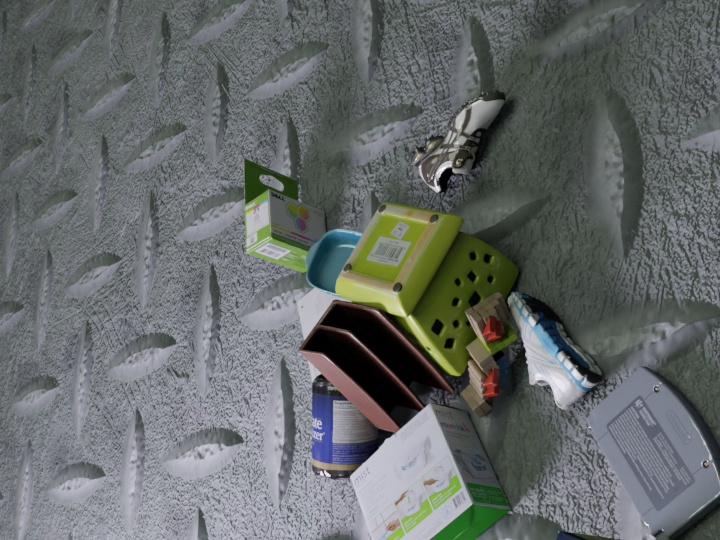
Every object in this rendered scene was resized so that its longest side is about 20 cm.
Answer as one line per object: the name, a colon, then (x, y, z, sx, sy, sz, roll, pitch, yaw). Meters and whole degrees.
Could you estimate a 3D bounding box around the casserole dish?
casserole dish: (0.000, 0.000, 1.776, 0.197, 0.039, 0.122, 14, 67, 23)

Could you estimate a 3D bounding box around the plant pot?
plant pot: (0.090, 0.014, 1.582, 0.199, 0.181, 0.201, 16, 69, 49)

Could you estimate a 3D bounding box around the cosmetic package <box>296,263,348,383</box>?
cosmetic package: (-0.033, 0.107, 1.818, 0.150, 0.051, 0.202, -35, 53, 31)

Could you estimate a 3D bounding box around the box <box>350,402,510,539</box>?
box: (0.098, 0.332, 1.560, 0.200, 0.096, 0.178, -47, 46, 26)

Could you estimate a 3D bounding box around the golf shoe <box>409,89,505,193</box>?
golf shoe: (0.175, -0.208, 1.700, 0.200, 0.077, 0.095, -43, 66, 32)

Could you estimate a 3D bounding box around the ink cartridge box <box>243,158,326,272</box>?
ink cartridge box: (-0.142, -0.116, 1.945, 0.075, 0.147, 0.203, -27, 58, 38)

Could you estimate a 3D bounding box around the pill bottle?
pill bottle: (-0.025, 0.228, 1.688, 0.111, 0.111, 0.204, 3, 94, 48)

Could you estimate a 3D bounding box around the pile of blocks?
pile of blocks: (0.197, 0.135, 1.511, 0.062, 0.081, 0.203, -125, 30, -55)

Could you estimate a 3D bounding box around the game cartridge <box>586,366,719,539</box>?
game cartridge: (0.383, 0.230, 1.329, 0.134, 0.040, 0.201, -50, 45, 28)

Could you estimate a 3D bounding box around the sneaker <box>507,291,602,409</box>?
sneaker: (0.257, 0.114, 1.485, 0.087, 0.074, 0.201, -57, 41, 27)

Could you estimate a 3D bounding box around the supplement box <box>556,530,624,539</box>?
supplement box: (0.342, 0.401, 1.187, 0.198, 0.198, 0.136, 12, 84, 49)

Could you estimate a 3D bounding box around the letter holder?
letter holder: (0.029, 0.150, 1.568, 0.101, 0.200, 0.141, -53, 27, -19)
